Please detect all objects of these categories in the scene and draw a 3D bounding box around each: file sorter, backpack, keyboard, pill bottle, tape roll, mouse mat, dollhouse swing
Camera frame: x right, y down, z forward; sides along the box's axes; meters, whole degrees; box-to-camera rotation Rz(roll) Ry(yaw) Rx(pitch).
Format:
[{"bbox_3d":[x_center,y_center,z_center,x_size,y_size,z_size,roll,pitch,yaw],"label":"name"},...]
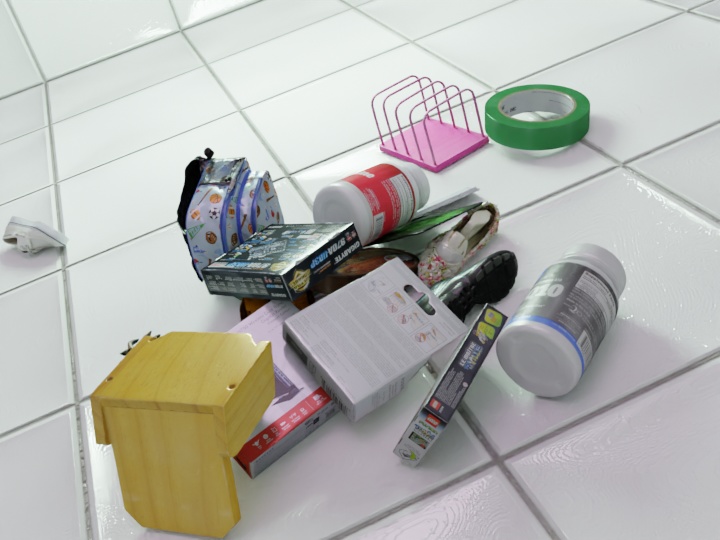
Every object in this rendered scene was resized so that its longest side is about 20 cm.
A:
[{"bbox_3d":[0.131,-0.302,1.825,0.138,0.126,0.200,-31,33,-21],"label":"file sorter"},{"bbox_3d":[-0.217,-0.075,1.550,0.153,0.201,0.191,1,45,22],"label":"backpack"},{"bbox_3d":[0.115,-0.109,1.621,0.198,0.011,0.056,-23,7,-12],"label":"keyboard"},{"bbox_3d":[0.266,0.058,1.188,0.113,0.115,0.200,7,38,35],"label":"pill bottle"},{"bbox_3d":[0.336,-0.294,1.748,0.198,0.049,0.201,-5,35,3],"label":"tape roll"},{"bbox_3d":[0.087,-0.072,1.504,0.160,0.008,0.199,-26,10,-36],"label":"mouse mat"},{"bbox_3d":[0.024,-0.112,1.500,0.112,0.113,0.199,10,26,39],"label":"pill bottle"},{"bbox_3d":[-0.207,0.202,1.154,0.198,0.177,0.182,-1,31,25],"label":"dollhouse swing"}]

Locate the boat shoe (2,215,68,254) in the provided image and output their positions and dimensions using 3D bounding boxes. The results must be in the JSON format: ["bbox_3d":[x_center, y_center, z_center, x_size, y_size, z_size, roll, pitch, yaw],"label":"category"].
[{"bbox_3d":[-0.700,-0.066,1.957,0.199,0.071,0.070,13,70,36],"label":"boat shoe"}]

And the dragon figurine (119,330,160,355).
[{"bbox_3d":[-0.311,0.150,1.399,0.059,0.100,0.199,-38,17,-28],"label":"dragon figurine"}]

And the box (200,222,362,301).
[{"bbox_3d":[-0.119,-0.017,1.363,0.199,0.046,0.159,2,30,45],"label":"box"}]

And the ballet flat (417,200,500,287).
[{"bbox_3d":[0.158,-0.050,1.453,0.075,0.064,0.200,37,52,11],"label":"ballet flat"}]

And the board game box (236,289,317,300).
[{"bbox_3d":[-0.147,0.010,1.566,0.134,0.029,0.199,-34,34,-27],"label":"board game box"}]

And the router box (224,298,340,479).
[{"bbox_3d":[-0.125,0.151,1.239,0.199,0.049,0.179,-36,61,-26],"label":"router box"}]

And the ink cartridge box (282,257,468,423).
[{"bbox_3d":[0.019,0.089,1.236,0.199,0.057,0.163,-27,57,-28],"label":"ink cartridge box"}]

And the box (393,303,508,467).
[{"bbox_3d":[0.114,0.141,1.144,0.035,0.110,0.200,33,47,6],"label":"box"}]

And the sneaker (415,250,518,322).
[{"bbox_3d":[0.148,0.025,1.342,0.199,0.076,0.079,-34,32,-25],"label":"sneaker"}]

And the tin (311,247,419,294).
[{"bbox_3d":[0.000,0.000,1.432,0.198,0.042,0.112,-7,25,-30],"label":"tin"}]

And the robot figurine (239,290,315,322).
[{"bbox_3d":[-0.118,0.081,1.385,0.143,0.059,0.201,-13,41,-4],"label":"robot figurine"}]
